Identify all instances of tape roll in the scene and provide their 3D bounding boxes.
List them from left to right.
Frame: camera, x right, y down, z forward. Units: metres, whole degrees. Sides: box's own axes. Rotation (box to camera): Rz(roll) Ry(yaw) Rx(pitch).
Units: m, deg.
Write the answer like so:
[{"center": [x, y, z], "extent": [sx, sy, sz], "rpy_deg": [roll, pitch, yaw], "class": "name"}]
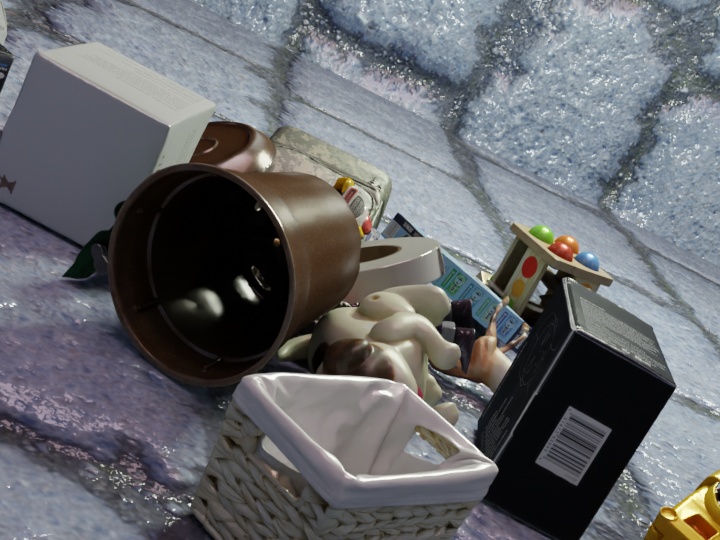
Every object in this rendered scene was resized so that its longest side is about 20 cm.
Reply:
[{"center": [0.000, 0.000, 1.486], "extent": [0.200, 0.038, 0.203], "rpy_deg": [-10, 10, 2], "class": "tape roll"}]

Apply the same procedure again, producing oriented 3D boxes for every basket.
[{"center": [-0.014, 0.168, 0.976], "extent": [0.199, 0.124, 0.135], "rpy_deg": [7, 26, -50], "class": "basket"}]

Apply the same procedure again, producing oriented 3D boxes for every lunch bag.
[{"center": [-0.067, -0.078, 1.668], "extent": [0.198, 0.140, 0.168], "rpy_deg": [27, 32, 1], "class": "lunch bag"}]

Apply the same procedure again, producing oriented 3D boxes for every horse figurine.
[{"center": [0.188, 0.125, 1.528], "extent": [0.200, 0.050, 0.132], "rpy_deg": [44, 61, 14], "class": "horse figurine"}]

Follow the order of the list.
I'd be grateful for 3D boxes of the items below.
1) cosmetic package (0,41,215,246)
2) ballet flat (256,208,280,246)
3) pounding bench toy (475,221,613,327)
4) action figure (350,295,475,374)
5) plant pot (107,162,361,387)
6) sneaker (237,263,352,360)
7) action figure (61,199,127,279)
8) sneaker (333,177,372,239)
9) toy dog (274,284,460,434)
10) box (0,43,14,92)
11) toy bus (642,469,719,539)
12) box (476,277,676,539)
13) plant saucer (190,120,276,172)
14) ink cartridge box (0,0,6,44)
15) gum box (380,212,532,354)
[{"center": [-0.286, -0.139, 1.405], "extent": [0.165, 0.169, 0.200], "rpy_deg": [28, 16, 0], "class": "cosmetic package"}, {"center": [-0.139, -0.046, 1.434], "extent": [0.197, 0.064, 0.069], "rpy_deg": [8, -21, 0], "class": "ballet flat"}, {"center": [0.255, 0.006, 1.888], "extent": [0.123, 0.157, 0.200], "rpy_deg": [17, 18, -33], "class": "pounding bench toy"}, {"center": [0.034, 0.064, 1.487], "extent": [0.197, 0.070, 0.131], "rpy_deg": [9, 29, -4], "class": "action figure"}, {"center": [-0.105, -0.009, 1.210], "extent": [0.199, 0.202, 0.198], "rpy_deg": [32, 20, 17], "class": "plant pot"}, {"center": [-0.064, 0.049, 1.373], "extent": [0.199, 0.078, 0.085], "rpy_deg": [32, 0, -3], "class": "sneaker"}, {"center": [-0.218, -0.023, 1.317], "extent": [0.055, 0.118, 0.200], "rpy_deg": [54, 12, 9], "class": "action figure"}, {"center": [-0.086, -0.059, 1.533], "extent": [0.198, 0.083, 0.078], "rpy_deg": [-20, 18, -19], "class": "sneaker"}, {"center": [0.008, 0.095, 1.229], "extent": [0.191, 0.141, 0.200], "rpy_deg": [14, 16, 1], "class": "toy dog"}, {"center": [-0.518, -0.250, 1.462], "extent": [0.131, 0.116, 0.199], "rpy_deg": [7, 25, -49], "class": "box"}, {"center": [0.341, 0.303, 1.167], "extent": [0.191, 0.137, 0.200], "rpy_deg": [-9, 40, -44], "class": "toy bus"}, {"center": [0.215, 0.141, 1.309], "extent": [0.123, 0.202, 0.197], "rpy_deg": [28, 16, -3], "class": "box"}, {"center": [-0.206, -0.145, 1.602], "extent": [0.197, 0.032, 0.201], "rpy_deg": [-8, 28, 4], "class": "plant saucer"}, {"center": [-0.526, -0.378, 1.694], "extent": [0.160, 0.202, 0.050], "rpy_deg": [37, 18, 30], "class": "ink cartridge box"}, {"center": [0.134, 0.017, 1.741], "extent": [0.199, 0.045, 0.170], "rpy_deg": [38, 5, -26], "class": "gum box"}]
